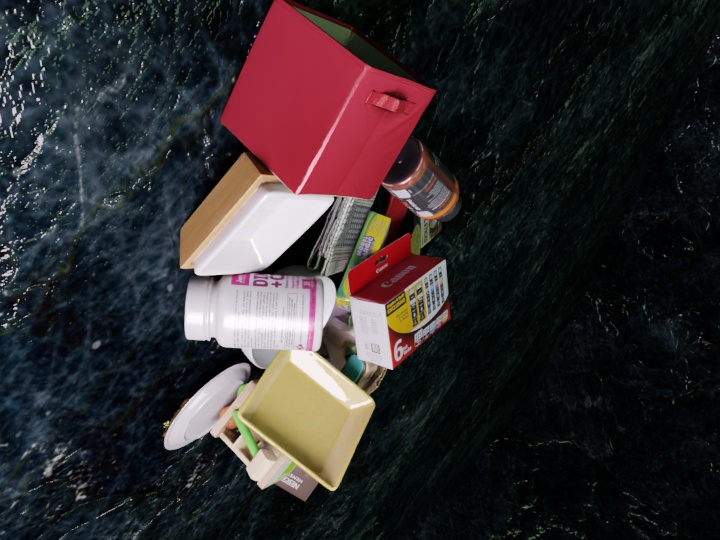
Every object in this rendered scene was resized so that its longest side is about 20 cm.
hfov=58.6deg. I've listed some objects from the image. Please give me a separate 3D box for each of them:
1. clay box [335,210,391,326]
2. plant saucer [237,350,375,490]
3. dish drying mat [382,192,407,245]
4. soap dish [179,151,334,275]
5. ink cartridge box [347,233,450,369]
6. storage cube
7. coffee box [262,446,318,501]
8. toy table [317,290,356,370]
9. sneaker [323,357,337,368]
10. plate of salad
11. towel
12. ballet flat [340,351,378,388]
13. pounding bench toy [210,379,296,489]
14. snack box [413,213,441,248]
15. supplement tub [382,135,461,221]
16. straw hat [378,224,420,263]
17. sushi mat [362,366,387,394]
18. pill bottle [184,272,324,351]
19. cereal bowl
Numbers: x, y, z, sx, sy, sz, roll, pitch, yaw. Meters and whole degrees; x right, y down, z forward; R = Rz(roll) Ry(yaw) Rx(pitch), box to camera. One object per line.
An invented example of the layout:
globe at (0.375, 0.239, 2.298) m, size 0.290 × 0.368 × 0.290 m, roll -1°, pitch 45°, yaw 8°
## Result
clay box at (0.000, 0.000, 1.211) m, size 0.115 × 0.047 × 0.201 m, roll 93°, pitch 20°, yaw -77°
plant saucer at (-0.092, 0.239, 1.077) m, size 0.048 × 0.200 × 0.200 m, roll -44°, pitch -171°, yaw 41°
dish drying mat at (0.077, -0.139, 1.300) m, size 0.077 × 0.018 × 0.201 m, roll -16°, pitch 134°, yaw -48°
soap dish at (-0.148, -0.078, 0.900) m, size 0.200 × 0.082 × 0.157 m, roll -42°, pitch 159°, yaw 30°
ink cartridge box at (0.074, 0.049, 1.173) m, size 0.200 × 0.083 × 0.177 m, roll -34°, pitch 125°, yaw -43°
storage cube at (-0.044, -0.218, 0.845) m, size 0.171 × 0.200 × 0.180 m, roll -6°, pitch 134°, yaw -55°
coffee box at (-0.143, 0.371, 1.334) m, size 0.080 × 0.114 × 0.200 m, roll -55°, pitch -170°, yaw 5°
toy table at (-0.030, 0.141, 1.349) m, size 0.184 × 0.117 × 0.200 m, roll -50°, pitch 153°, yaw -6°
sneaker at (-0.091, 0.193, 1.222) m, size 0.089 × 0.200 × 0.080 m, roll -53°, pitch 164°, yaw 22°
plate of salad at (-0.275, 0.236, 1.145) m, size 0.200 × 0.048 × 0.200 m, roll -46°, pitch 163°, yaw -18°
towel at (-0.020, -0.082, 1.122) m, size 0.194 × 0.034 × 0.200 m, roll -66°, pitch 168°, yaw 7°
ballet flat at (-0.026, 0.234, 1.267) m, size 0.067 × 0.068 × 0.200 m, roll -5°, pitch 141°, yaw -51°
pounding bench toy at (-0.179, 0.279, 1.132) m, size 0.124 × 0.156 × 0.200 m, roll -51°, pitch 164°, yaw 5°
snack box at (0.148, -0.136, 1.403) m, size 0.072 × 0.024 × 0.201 m, roll -40°, pitch 150°, yaw -22°
supplement tub at (0.118, -0.162, 1.207) m, size 0.107 × 0.107 × 0.200 m, roll -54°, pitch 140°, yaw 3°
straw hat at (0.070, -0.002, 1.352) m, size 0.201 × 0.084 × 0.203 m, roll 8°, pitch 90°, yaw -76°
sushi mat at (0.015, 0.231, 1.312) m, size 0.096 × 0.012 × 0.200 m, roll -59°, pitch -177°, yaw -38°
pill bottle at (-0.158, 0.061, 0.971) m, size 0.198 × 0.114 × 0.114 m, roll 3°, pitch 131°, yaw -8°
cereal bowl at (-0.141, 0.071, 1.135) m, size 0.200 × 0.083 × 0.201 m, roll -37°, pitch 147°, yaw -29°
